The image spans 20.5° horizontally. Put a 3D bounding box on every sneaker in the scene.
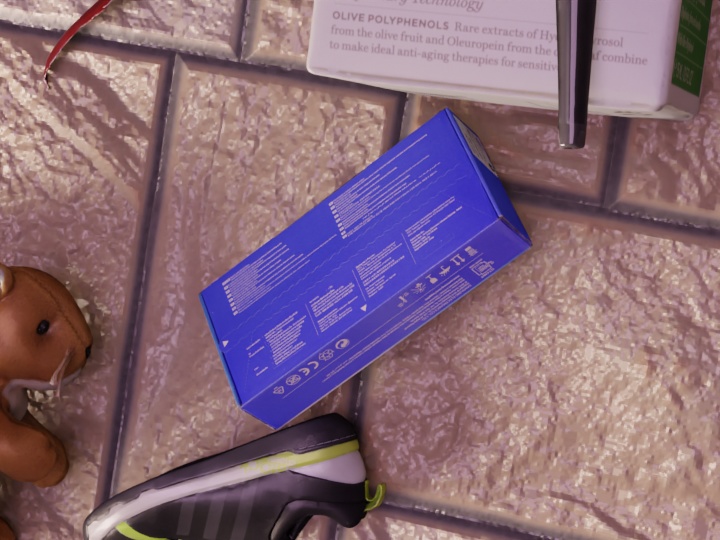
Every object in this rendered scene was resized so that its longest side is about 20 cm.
[{"bbox_3d":[-0.081,0.155,1.240,0.198,0.072,0.084,-21,87,17],"label":"sneaker"}]

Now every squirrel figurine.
[{"bbox_3d":[-0.270,0.070,1.265,0.199,0.141,0.188,28,94,12],"label":"squirrel figurine"}]

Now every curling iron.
[{"bbox_3d":[0.099,-0.161,0.984,0.049,0.026,0.202,-5,95,-23],"label":"curling iron"}]

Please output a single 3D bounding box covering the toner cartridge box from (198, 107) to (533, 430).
[{"bbox_3d":[0.000,0.000,1.202,0.199,0.043,0.095,-36,50,16],"label":"toner cartridge box"}]

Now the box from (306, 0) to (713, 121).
[{"bbox_3d":[0.095,-0.178,1.104,0.198,0.199,0.173,7,94,15],"label":"box"}]

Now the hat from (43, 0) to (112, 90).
[{"bbox_3d":[-0.119,-0.242,1.264,0.198,0.176,0.167,-17,84,-20],"label":"hat"}]
